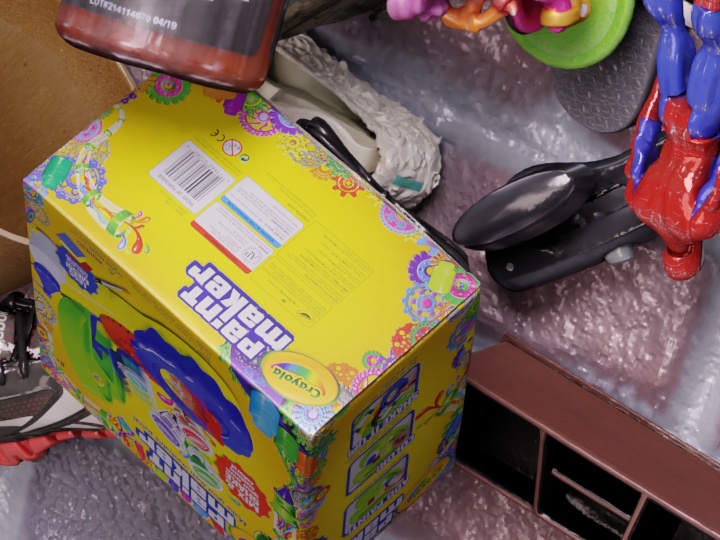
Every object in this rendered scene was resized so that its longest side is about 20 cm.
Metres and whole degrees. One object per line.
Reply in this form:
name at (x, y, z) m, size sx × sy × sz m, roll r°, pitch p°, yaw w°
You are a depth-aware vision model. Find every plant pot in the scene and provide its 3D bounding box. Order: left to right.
plant pot at (-0.248, -0.047, 1.698) m, size 0.200 × 0.186 × 0.187 m, roll -38°, pitch 79°, yaw 39°

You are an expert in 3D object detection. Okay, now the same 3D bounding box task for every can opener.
can opener at (0.146, -0.042, 1.527) m, size 0.200 × 0.079 × 0.064 m, roll -21°, pitch 95°, yaw 18°

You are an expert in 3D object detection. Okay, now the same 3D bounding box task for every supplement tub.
supplement tub at (-0.069, -0.191, 1.413) m, size 0.107 × 0.107 × 0.201 m, roll 19°, pitch 96°, yaw 26°

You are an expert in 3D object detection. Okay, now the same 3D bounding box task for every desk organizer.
desk organizer at (0.125, 0.117, 1.552) m, size 0.200 × 0.077 × 0.072 m, roll 32°, pitch 112°, yaw 22°

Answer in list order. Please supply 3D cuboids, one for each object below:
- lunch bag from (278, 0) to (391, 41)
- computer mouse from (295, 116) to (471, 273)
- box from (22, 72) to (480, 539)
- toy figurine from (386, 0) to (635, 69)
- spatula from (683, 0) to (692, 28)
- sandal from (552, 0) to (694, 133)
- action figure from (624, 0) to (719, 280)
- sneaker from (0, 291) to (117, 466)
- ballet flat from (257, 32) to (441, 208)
lunch bag at (-0.049, -0.220, 1.547) m, size 0.139 × 0.168 × 0.200 m, roll -31°, pitch 84°, yaw 13°
computer mouse at (0.000, 0.000, 1.596) m, size 0.140 × 0.046 × 0.200 m, roll 45°, pitch 151°, yaw 9°
box at (-0.056, 0.029, 1.519) m, size 0.200 × 0.122 × 0.193 m, roll 41°, pitch 156°, yaw 20°
toy figurine at (0.052, -0.176, 1.416) m, size 0.150 × 0.184 × 0.201 m, roll 19°, pitch 115°, yaw 33°
spatula at (0.149, -0.137, 1.485) m, size 0.200 × 0.021 × 0.057 m, roll 42°, pitch 130°, yaw 19°
sandal at (0.156, -0.161, 1.515) m, size 0.076 × 0.043 × 0.200 m, roll 43°, pitch 127°, yaw 19°
action figure at (0.162, -0.084, 1.449) m, size 0.065 × 0.052 × 0.201 m, roll 26°, pitch 126°, yaw 36°
sneaker at (-0.163, 0.053, 1.692) m, size 0.200 × 0.098 × 0.071 m, roll -16°, pitch 49°, yaw 31°
ballet flat at (-0.044, -0.097, 1.624) m, size 0.200 × 0.072 × 0.072 m, roll 30°, pitch 112°, yaw 24°
